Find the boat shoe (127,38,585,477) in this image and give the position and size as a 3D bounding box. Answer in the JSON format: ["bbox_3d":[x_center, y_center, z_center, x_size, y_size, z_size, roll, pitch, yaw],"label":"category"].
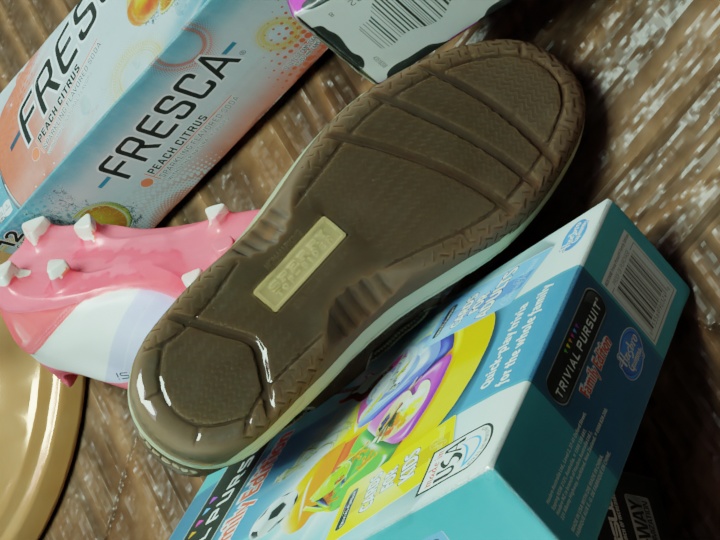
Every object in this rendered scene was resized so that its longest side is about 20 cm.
[{"bbox_3d":[-0.004,-0.005,0.796,0.075,0.202,0.075,48,162,12],"label":"boat shoe"}]

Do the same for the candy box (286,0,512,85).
[{"bbox_3d":[0.055,-0.176,0.786,0.199,0.061,0.137,-31,55,20],"label":"candy box"}]

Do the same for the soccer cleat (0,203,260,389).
[{"bbox_3d":[-0.061,0.017,0.904,0.199,0.077,0.067,1,46,32],"label":"soccer cleat"}]

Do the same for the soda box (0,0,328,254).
[{"bbox_3d":[-0.084,-0.084,0.934,0.200,0.068,0.064,-43,49,31],"label":"soda box"}]

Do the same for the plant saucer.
[{"bbox_3d":[-0.203,0.058,1.048,0.200,0.037,0.201,-13,71,44],"label":"plant saucer"}]

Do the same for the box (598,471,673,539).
[{"bbox_3d":[0.034,0.179,0.765,0.200,0.050,0.158,-33,58,35],"label":"box"}]

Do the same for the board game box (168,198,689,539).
[{"bbox_3d":[0.007,0.075,0.757,0.200,0.047,0.151,-33,16,35],"label":"board game box"}]
